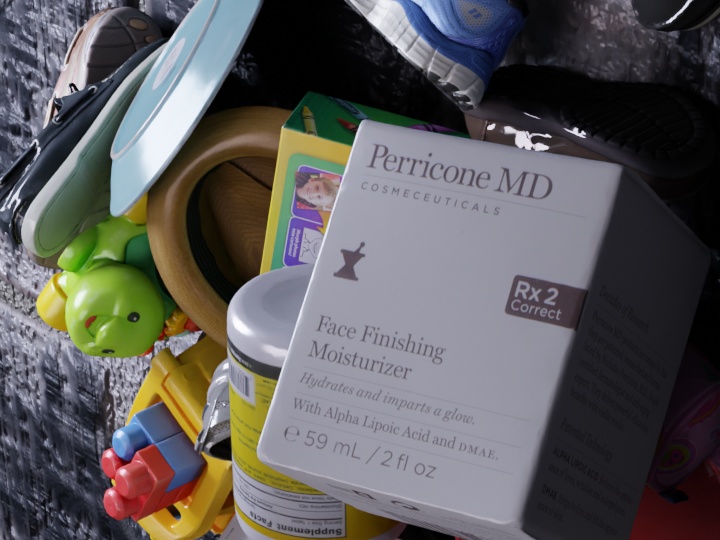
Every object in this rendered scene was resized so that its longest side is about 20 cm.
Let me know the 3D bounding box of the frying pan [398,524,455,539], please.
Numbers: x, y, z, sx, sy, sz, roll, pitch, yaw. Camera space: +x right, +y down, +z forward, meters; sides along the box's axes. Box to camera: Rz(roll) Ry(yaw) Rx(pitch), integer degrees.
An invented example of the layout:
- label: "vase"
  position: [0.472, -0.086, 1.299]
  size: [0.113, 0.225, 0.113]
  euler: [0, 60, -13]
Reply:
- label: "frying pan"
  position: [0.084, 0.197, 1.644]
  size: [0.190, 0.031, 0.115]
  euler: [44, 140, 17]

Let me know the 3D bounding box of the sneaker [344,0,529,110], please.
- label: "sneaker"
  position: [0.042, -0.174, 1.465]
  size: [0.079, 0.089, 0.200]
  euler: [40, -175, -42]

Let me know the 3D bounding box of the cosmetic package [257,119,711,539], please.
- label: "cosmetic package"
  position: [0.072, 0.045, 1.338]
  size: [0.165, 0.165, 0.200]
  euler: [11, 79, 28]

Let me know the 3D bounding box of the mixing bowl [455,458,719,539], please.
- label: "mixing bowl"
  position: [0.131, 0.173, 1.507]
  size: [0.200, 0.108, 0.201]
  euler: [30, 131, 40]

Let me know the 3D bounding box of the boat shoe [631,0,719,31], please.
- label: "boat shoe"
  position: [0.181, -0.202, 1.276]
  size: [0.074, 0.063, 0.202]
  euler: [46, 141, 21]

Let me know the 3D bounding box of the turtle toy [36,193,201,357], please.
- label: "turtle toy"
  position: [-0.152, 0.004, 1.711]
  size: [0.101, 0.200, 0.146]
  euler: [43, 117, 10]

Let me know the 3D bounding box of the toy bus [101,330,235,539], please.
- label: "toy bus"
  position: [-0.112, 0.132, 1.724]
  size: [0.136, 0.192, 0.200]
  euler: [51, 143, 18]

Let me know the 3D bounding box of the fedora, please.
- label: "fedora"
  position: [-0.041, -0.028, 1.607]
  size: [0.200, 0.082, 0.201]
  euler: [7, 117, 13]

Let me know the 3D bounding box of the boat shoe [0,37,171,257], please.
- label: "boat shoe"
  position: [-0.194, -0.097, 1.694]
  size: [0.066, 0.200, 0.075]
  euler: [23, 154, 22]

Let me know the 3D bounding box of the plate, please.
- label: "plate"
  position: [-0.120, -0.126, 1.603]
  size: [0.026, 0.200, 0.200]
  euler: [31, 145, -14]

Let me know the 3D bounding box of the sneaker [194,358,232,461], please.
- label: "sneaker"
  position: [-0.016, 0.131, 1.597]
  size: [0.200, 0.082, 0.075]
  euler: [19, 136, 8]

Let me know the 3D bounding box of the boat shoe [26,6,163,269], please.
- label: "boat shoe"
  position: [-0.198, -0.098, 1.775]
  size: [0.072, 0.076, 0.200]
  euler: [31, 101, 62]

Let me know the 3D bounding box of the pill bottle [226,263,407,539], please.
- label: "pill bottle"
  position: [-0.023, 0.106, 1.487]
  size: [0.112, 0.112, 0.200]
  euler: [27, 128, 42]

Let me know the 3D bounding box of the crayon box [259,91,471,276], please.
- label: "crayon box"
  position: [0.000, 0.000, 1.526]
  size: [0.119, 0.058, 0.200]
  euler: [16, 119, 9]

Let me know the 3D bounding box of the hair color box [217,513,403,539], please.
- label: "hair color box"
  position: [-0.027, 0.224, 1.598]
  size: [0.200, 0.111, 0.064]
  euler: [10, 147, 47]

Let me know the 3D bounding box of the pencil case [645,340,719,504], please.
- label: "pencil case"
  position: [0.140, 0.048, 1.447]
  size: [0.200, 0.087, 0.088]
  euler: [40, 137, 30]

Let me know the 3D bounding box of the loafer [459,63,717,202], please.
- label: "loafer"
  position: [0.135, -0.070, 1.407]
  size: [0.200, 0.073, 0.071]
  euler: [26, 133, 54]
